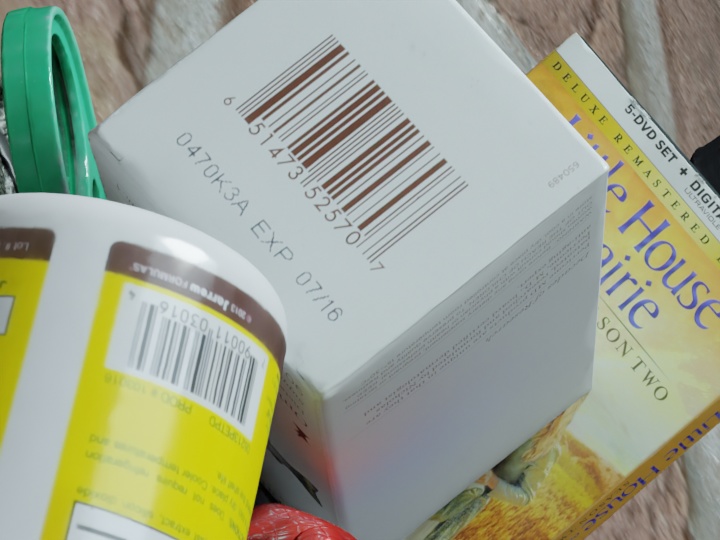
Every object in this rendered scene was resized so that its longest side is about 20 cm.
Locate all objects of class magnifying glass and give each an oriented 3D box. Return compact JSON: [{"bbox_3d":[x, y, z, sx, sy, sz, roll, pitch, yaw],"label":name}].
[{"bbox_3d":[-0.092,-0.016,1.023,0.200,0.022,0.080,79,4,-59],"label":"magnifying glass"}]

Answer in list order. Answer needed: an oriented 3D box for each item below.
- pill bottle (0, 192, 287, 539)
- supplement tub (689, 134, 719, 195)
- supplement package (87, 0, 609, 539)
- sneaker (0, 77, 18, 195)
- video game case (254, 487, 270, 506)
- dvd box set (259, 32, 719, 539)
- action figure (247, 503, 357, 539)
[{"bbox_3d":[-0.089,0.089,0.815,0.109,0.109,0.201,34,58,-41],"label":"pill bottle"},{"bbox_3d":[0.090,0.027,1.177,0.107,0.200,0.107,43,24,-25],"label":"supplement tub"},{"bbox_3d":[0.000,0.000,0.984,0.117,0.117,0.200,47,-12,18],"label":"supplement package"},{"bbox_3d":[-0.169,-0.052,0.977,0.200,0.076,0.114,51,20,-17],"label":"sneaker"},{"bbox_3d":[-0.042,0.128,0.975,0.201,0.023,0.183,-101,165,-46],"label":"video game case"},{"bbox_3d":[0.051,0.031,1.105,0.147,0.200,0.029,52,6,21],"label":"dvd box set"},{"bbox_3d":[0.019,0.132,0.939,0.199,0.100,0.065,19,-3,-26],"label":"action figure"}]
